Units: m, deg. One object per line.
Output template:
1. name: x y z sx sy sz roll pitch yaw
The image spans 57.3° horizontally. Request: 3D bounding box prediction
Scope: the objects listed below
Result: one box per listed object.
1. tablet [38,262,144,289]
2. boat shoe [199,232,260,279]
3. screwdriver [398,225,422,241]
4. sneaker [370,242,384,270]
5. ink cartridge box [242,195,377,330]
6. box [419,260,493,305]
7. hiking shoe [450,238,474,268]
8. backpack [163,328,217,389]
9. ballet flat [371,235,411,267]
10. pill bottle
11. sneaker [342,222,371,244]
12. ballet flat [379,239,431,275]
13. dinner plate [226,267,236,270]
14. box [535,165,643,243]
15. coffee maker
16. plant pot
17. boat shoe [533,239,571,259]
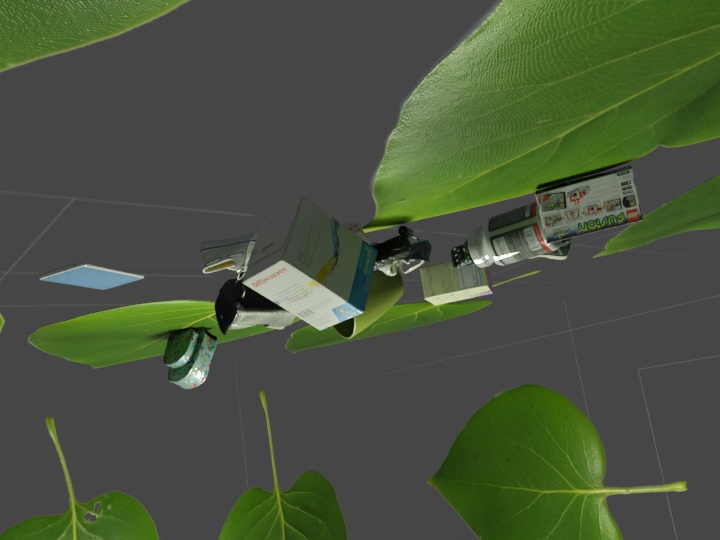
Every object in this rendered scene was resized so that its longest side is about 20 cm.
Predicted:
1. tablet: -0.592 0.013 1.465 0.127 0.014 0.199 -14 168 18
2. boat shoe: -0.242 -0.022 1.360 0.196 0.089 0.075 -7 163 12
3. screwdriver: 0.125 -0.078 1.565 0.027 0.030 0.199 -31 162 13
4. sneaker: 0.000 0.000 1.633 0.074 0.089 0.198 38 146 -19
5. ink cartridge box: -0.094 -0.010 1.254 0.198 0.148 0.146 34 144 -28
6. box: 0.298 0.032 2.034 0.194 0.100 0.176 -12 167 16
7. hiking shoe: 0.314 -0.056 1.741 0.085 0.077 0.199 -12 180 -22
8. backpack: -0.620 0.317 2.383 0.174 0.205 0.150 -16 147 33
9. ballet flat: 0.023 -0.023 1.475 0.195 0.068 0.057 -17 141 -1
10. pill bottle: 0.353 -0.079 1.524 0.197 0.119 0.114 -18 165 37
11. sneaker: -0.064 -0.068 1.399 0.197 0.107 0.075 27 165 -17
12. ballet flat: 0.092 -0.024 1.655 0.196 0.075 0.072 -13 168 33
13. dinner plate: -0.218 -0.033 1.517 0.194 0.025 0.200 -8 167 -2
14. box: 0.472 -0.135 1.369 0.195 0.113 0.035 -13 -168 19
15. coffee maker: -0.265 0.088 1.765 0.196 0.139 0.191 -1 165 -37
16. plant pot: 0.017 0.062 1.819 0.196 0.192 0.187 -20 174 -27
17. boat shoe: 0.487 -0.076 1.813 0.194 0.073 0.069 1 130 -13
